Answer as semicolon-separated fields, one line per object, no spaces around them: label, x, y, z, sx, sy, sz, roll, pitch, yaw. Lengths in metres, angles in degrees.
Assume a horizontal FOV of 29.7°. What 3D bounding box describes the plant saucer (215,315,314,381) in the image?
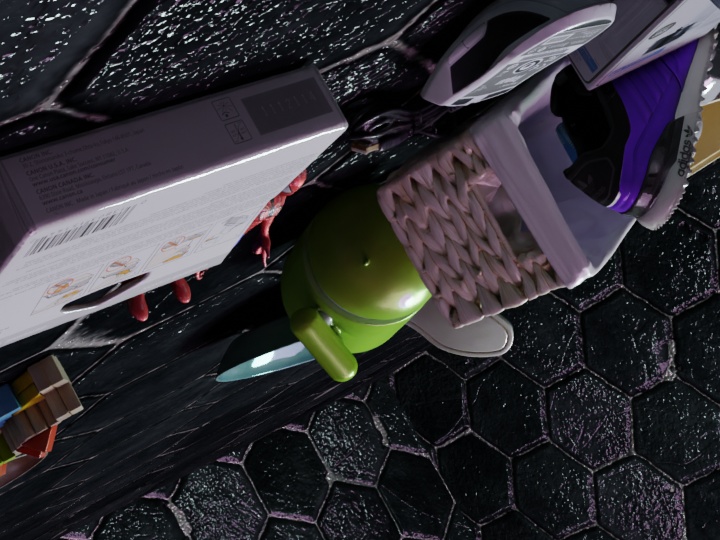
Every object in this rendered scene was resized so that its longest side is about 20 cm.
plant saucer;-0.064;0.072;1.456;0.200;0.036;0.200;-18;170;-3

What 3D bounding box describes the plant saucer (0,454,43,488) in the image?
plant saucer;-0.411;0.217;1.356;0.200;0.032;0.200;-30;173;-4

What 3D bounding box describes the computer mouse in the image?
computer mouse;0.074;-0.131;0.841;0.110;0.044;0.200;-16;171;-43

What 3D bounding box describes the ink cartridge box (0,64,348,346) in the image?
ink cartridge box;-0.127;-0.029;0.735;0.200;0.045;0.176;-23;169;-38

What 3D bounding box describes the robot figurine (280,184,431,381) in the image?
robot figurine;0.000;0.000;1.133;0.175;0.116;0.200;-51;180;-24

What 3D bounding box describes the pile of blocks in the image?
pile of blocks;-0.300;0.140;1.145;0.082;0.062;0.200;-22;169;-46

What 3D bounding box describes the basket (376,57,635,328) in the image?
basket;0.114;-0.059;1.014;0.123;0.136;0.200;-27;-173;28

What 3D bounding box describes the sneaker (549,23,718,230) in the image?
sneaker;0.187;-0.134;0.955;0.070;0.099;0.200;126;-20;-62

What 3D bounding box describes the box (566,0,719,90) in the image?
box;0.210;-0.196;0.837;0.117;0.060;0.200;-26;172;-25

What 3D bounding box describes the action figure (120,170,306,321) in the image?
action figure;-0.092;-0.024;0.906;0.065;0.052;0.200;-18;165;-41

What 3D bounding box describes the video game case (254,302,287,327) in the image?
video game case;-0.030;0.031;1.583;0.200;0.026;0.181;-29;173;-8

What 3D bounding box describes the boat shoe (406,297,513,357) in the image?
boat shoe;0.065;0.032;1.394;0.062;0.200;0.075;-52;155;-63

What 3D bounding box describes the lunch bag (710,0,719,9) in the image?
lunch bag;0.174;-0.178;0.431;0.200;0.160;0.077;-32;173;24

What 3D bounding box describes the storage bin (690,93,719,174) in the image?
storage bin;0.327;-0.140;1.529;0.199;0.094;0.200;-35;171;38

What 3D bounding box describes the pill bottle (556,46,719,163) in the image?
pill bottle;0.212;-0.115;1.132;0.112;0.112;0.200;-20;153;-52
